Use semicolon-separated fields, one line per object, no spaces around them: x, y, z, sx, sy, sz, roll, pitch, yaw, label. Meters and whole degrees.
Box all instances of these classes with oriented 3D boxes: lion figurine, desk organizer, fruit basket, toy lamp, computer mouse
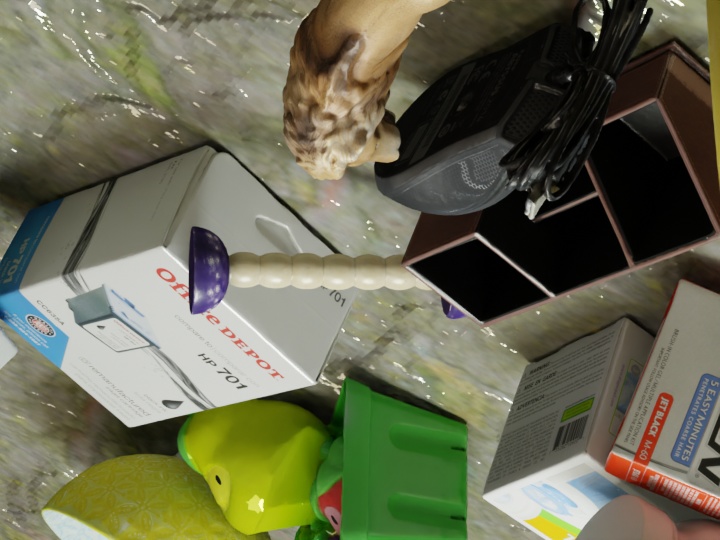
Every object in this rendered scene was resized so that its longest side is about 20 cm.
0.016;-0.133;1.034;0.072;0.123;0.200;24;148;-3;lion figurine
0.114;-0.040;1.157;0.072;0.077;0.199;36;146;-22;desk organizer
-0.033;0.164;1.519;0.213;0.157;0.216;1;149;1;fruit basket
0.000;0.000;1.262;0.198;0.059;0.058;0;150;-9;toy lamp
0.077;-0.069;1.103;0.053;0.139;0.200;39;156;-19;computer mouse

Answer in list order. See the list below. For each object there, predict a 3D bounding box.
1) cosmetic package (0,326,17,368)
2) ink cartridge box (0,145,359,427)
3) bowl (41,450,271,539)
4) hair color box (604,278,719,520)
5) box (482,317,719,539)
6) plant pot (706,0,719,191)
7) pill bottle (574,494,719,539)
-0.353;-0.012;1.388;0.199;0.123;0.200;37;166;44;cosmetic package
-0.123;0.014;1.388;0.199;0.086;0.146;-14;131;47;ink cartridge box
-0.130;0.195;1.629;0.199;0.108;0.200;32;163;11;bowl
0.250;0.097;1.225;0.198;0.112;0.064;22;167;7;hair color box
0.194;0.137;1.351;0.199;0.102;0.112;34;146;-18;box
0.250;-0.073;0.928;0.187;0.202;0.201;-6;142;13;plant pot
0.215;0.215;1.255;0.199;0.113;0.112;33;148;-16;pill bottle
